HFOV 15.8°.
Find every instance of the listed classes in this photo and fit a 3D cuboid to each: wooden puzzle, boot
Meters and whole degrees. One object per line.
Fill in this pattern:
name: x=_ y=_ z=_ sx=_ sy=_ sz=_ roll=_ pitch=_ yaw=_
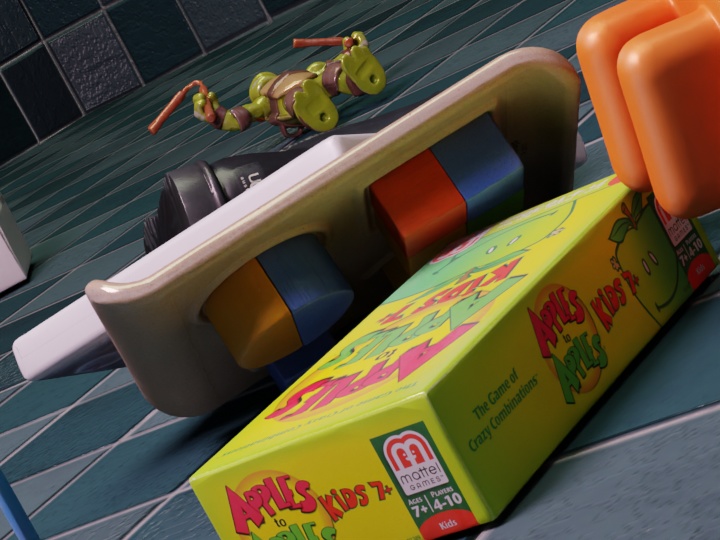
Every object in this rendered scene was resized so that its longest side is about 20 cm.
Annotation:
wooden puzzle: x=0.000 y=0.000 z=1.032 sx=0.200 sy=0.046 sz=0.185 roll=-28 pitch=-15 yaw=-5
boot: x=-0.017 y=-0.023 z=1.292 sx=0.168 sy=0.077 sz=0.200 roll=-15 pitch=-14 yaw=-13

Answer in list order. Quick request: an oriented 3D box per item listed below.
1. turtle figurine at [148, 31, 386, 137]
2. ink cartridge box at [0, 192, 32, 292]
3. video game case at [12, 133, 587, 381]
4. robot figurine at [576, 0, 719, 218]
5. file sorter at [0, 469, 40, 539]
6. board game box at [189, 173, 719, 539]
turtle figurine: x=-0.058 y=-0.136 z=2.065 sx=0.200 sy=0.065 sz=0.161 roll=-23 pitch=14 yaw=-23
ink cartridge box: x=-0.376 y=0.010 z=2.154 sx=0.200 sy=0.083 sz=0.147 roll=-29 pitch=9 yaw=0
video game case: x=-0.024 y=-0.008 z=1.131 sx=0.200 sy=0.023 sz=0.182 roll=-31 pitch=-14 yaw=34
robot figurine: x=0.176 y=-0.089 z=0.895 sx=0.200 sy=0.117 sz=0.144 roll=-23 pitch=-18 yaw=-9
file sorter: x=-0.179 y=0.142 z=0.699 sx=0.200 sy=0.123 sz=0.139 roll=-36 pitch=11 yaw=-38
board game box: x=0.038 y=0.032 z=0.890 sx=0.101 sy=0.048 sz=0.200 roll=-22 pitch=11 yaw=35
